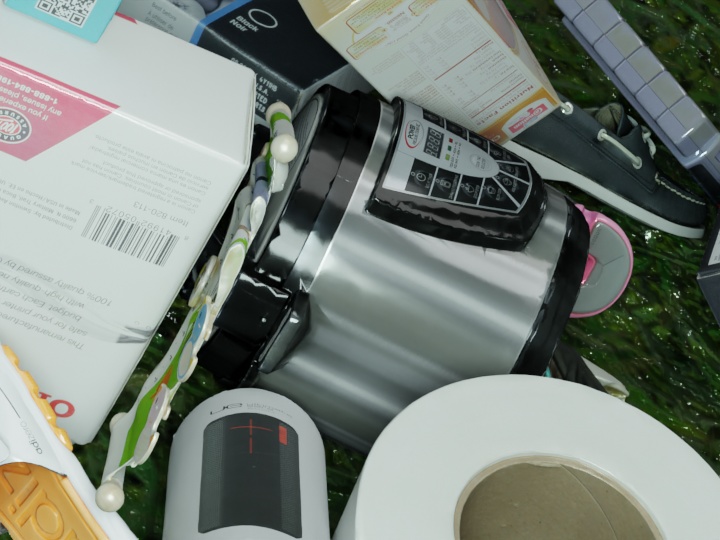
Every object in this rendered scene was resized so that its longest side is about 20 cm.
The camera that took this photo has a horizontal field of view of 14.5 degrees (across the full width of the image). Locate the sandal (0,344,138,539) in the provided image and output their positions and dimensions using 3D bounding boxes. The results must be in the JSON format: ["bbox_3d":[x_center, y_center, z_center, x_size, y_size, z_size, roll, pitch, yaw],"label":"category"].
[{"bbox_3d":[-0.168,0.104,1.322,0.207,0.079,0.059,49,40,14],"label":"sandal"}]

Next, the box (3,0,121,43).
[{"bbox_3d":[-0.117,-0.208,1.352,0.049,0.082,0.201,23,44,-14],"label":"box"}]

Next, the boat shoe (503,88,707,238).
[{"bbox_3d":[0.144,-0.074,1.713,0.199,0.061,0.076,21,7,-39],"label":"boat shoe"}]

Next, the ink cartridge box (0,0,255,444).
[{"bbox_3d":[-0.157,-0.029,1.373,0.146,0.200,0.083,22,36,-15],"label":"ink cartridge box"}]

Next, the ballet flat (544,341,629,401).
[{"bbox_3d":[0.117,0.086,1.522,0.068,0.068,0.200,13,20,-22],"label":"ballet flat"}]

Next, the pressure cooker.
[{"bbox_3d":[-0.001,0.003,1.473,0.199,0.176,0.179,26,76,-8],"label":"pressure cooker"}]

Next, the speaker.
[{"bbox_3d":[-0.053,0.125,1.324,0.081,0.081,0.200,26,15,-9],"label":"speaker"}]

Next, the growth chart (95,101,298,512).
[{"bbox_3d":[-0.075,0.015,1.327,0.018,0.201,0.145,27,2,-7],"label":"growth chart"}]

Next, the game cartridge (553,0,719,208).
[{"bbox_3d":[0.189,-0.101,1.754,0.130,0.038,0.200,57,9,22],"label":"game cartridge"}]

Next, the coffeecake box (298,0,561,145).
[{"bbox_3d":[0.014,-0.163,1.523,0.154,0.073,0.200,62,11,29],"label":"coffeecake box"}]

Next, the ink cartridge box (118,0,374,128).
[{"bbox_3d":[-0.075,-0.163,1.645,0.198,0.044,0.200,33,27,12],"label":"ink cartridge box"}]

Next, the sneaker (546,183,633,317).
[{"bbox_3d":[0.063,-0.040,1.662,0.199,0.079,0.095,27,16,-10],"label":"sneaker"}]

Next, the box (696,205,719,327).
[{"bbox_3d":[0.267,0.007,1.698,0.162,0.049,0.200,64,29,-25],"label":"box"}]

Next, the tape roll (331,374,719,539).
[{"bbox_3d":[0.076,0.170,1.352,0.202,0.139,0.203,10,46,-11],"label":"tape roll"}]
